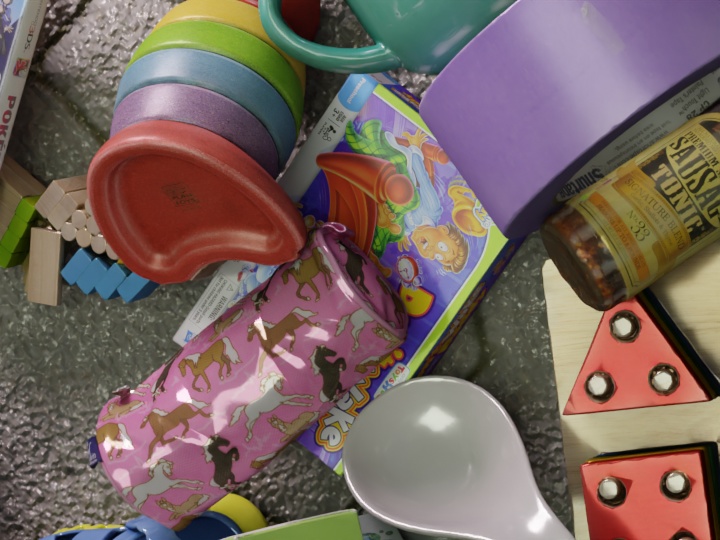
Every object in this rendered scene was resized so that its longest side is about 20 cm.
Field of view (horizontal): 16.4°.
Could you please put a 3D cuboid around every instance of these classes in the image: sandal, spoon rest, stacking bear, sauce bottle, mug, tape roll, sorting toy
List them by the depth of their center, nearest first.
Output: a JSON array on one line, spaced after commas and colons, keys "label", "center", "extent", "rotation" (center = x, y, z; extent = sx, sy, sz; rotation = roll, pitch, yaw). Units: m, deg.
[{"label": "tape roll", "center": [0.135, -0.108, 1.340], "extent": [0.200, 0.200, 0.085], "rotation": [-38, 80, 16]}, {"label": "sauce bottle", "center": [0.194, -0.056, 1.364], "extent": [0.200, 0.066, 0.066], "rotation": [-36, 81, -8]}, {"label": "spoon rest", "center": [0.072, 0.132, 1.387], "extent": [0.099, 0.061, 0.200], "rotation": [-41, 62, -16]}, {"label": "mug", "center": [0.052, -0.171, 1.394], "extent": [0.185, 0.152, 0.115], "rotation": [-35, 85, 30]}, {"label": "sorting toy", "center": [0.204, 0.080, 1.394], "extent": [0.199, 0.070, 0.200], "rotation": [-7, 90, 19]}, {"label": "stacking bear", "center": [-0.077, -0.109, 1.432], "extent": [0.121, 0.114, 0.201], "rotation": [-10, 45, 31]}, {"label": "sandal", "center": [-0.155, 0.188, 1.510], "extent": [0.199, 0.087, 0.080], "rotation": [-25, 86, 20]}]

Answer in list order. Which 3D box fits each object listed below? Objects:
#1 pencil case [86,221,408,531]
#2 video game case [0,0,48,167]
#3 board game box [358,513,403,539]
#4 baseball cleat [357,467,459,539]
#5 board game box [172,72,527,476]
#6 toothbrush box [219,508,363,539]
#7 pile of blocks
[{"label": "pencil case", "center": [-0.063, 0.060, 1.429], "extent": [0.200, 0.083, 0.087], "rotation": [-39, 112, 16]}, {"label": "video game case", "center": [-0.285, -0.120, 1.542], "extent": [0.199, 0.023, 0.183], "rotation": [23, 100, 36]}, {"label": "board game box", "center": [0.006, 0.262, 1.415], "extent": [0.200, 0.064, 0.148], "rotation": [58, 137, 24]}, {"label": "baseball cleat", "center": [0.071, 0.200, 1.441], "extent": [0.200, 0.070, 0.107], "rotation": [51, 117, 29]}, {"label": "board game box", "center": [0.000, 0.000, 1.471], "extent": [0.134, 0.045, 0.200], "rotation": [37, 103, 13]}, {"label": "toothbrush box", "center": [-0.049, 0.245, 1.361], "extent": [0.145, 0.086, 0.201], "rotation": [-26, 75, 52]}, {"label": "pile of blocks", "center": [-0.160, -0.020, 1.518], "extent": [0.199, 0.062, 0.083], "rotation": [14, 104, 26]}]
